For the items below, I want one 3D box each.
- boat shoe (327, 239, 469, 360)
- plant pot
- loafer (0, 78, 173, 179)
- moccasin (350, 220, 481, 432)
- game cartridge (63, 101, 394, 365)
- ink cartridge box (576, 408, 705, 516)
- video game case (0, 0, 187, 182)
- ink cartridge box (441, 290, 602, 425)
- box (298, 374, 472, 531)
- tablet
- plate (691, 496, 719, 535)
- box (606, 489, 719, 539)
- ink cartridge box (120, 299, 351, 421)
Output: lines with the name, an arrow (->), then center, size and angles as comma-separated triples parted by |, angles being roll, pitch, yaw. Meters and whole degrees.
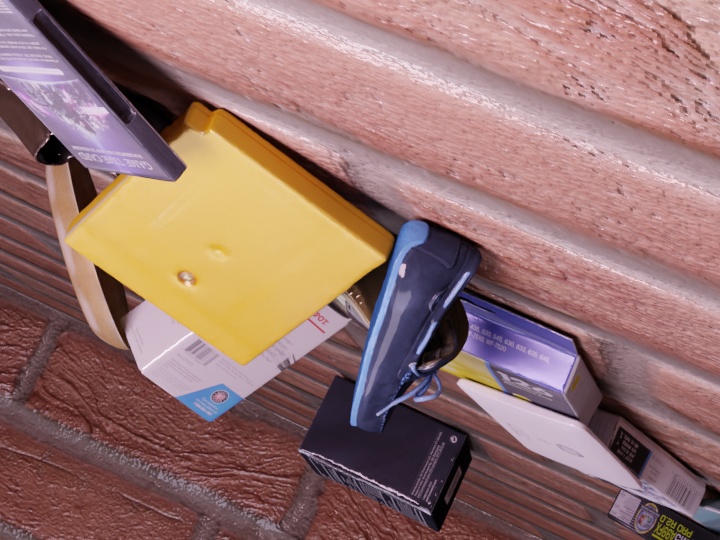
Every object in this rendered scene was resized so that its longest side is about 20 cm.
boat shoe -> -0.001, 0.001, 1.397 | 0.200, 0.072, 0.066 | 36, 173, -24
plant pot -> -0.242, -0.023, 1.602 | 0.027, 0.201, 0.200 | -16, 169, -2
loafer -> -0.236, -0.118, 1.360 | 0.199, 0.072, 0.073 | 23, 170, 19
moccasin -> 0.039, 0.054, 1.317 | 0.068, 0.081, 0.201 | 15, 138, -2
game cartridge -> -0.099, -0.024, 1.323 | 0.176, 0.033, 0.200 | 36, 137, -17
ink cartridge box -> 0.212, 0.164, 1.776 | 0.199, 0.044, 0.198 | 20, 169, 42
video game case -> -0.215, -0.138, 1.219 | 0.200, 0.019, 0.143 | 48, 161, -29
ink cartridge box -> 0.097, 0.062, 1.528 | 0.197, 0.047, 0.200 | 24, 172, 20
box -> 0.037, 0.248, 2.451 | 0.197, 0.124, 0.200 | 23, 169, 11
tablet -> 0.173, 0.151, 1.640 | 0.129, 0.014, 0.200 | 19, 168, 30
plate -> 0.418, 0.270, 1.844 | 0.199, 0.026, 0.200 | 26, 171, 4
box -> 0.388, 0.313, 2.003 | 0.160, 0.044, 0.200 | 30, 178, -28
ink cartridge box -> -0.093, 0.032, 1.583 | 0.116, 0.199, 0.067 | 44, -166, -49
